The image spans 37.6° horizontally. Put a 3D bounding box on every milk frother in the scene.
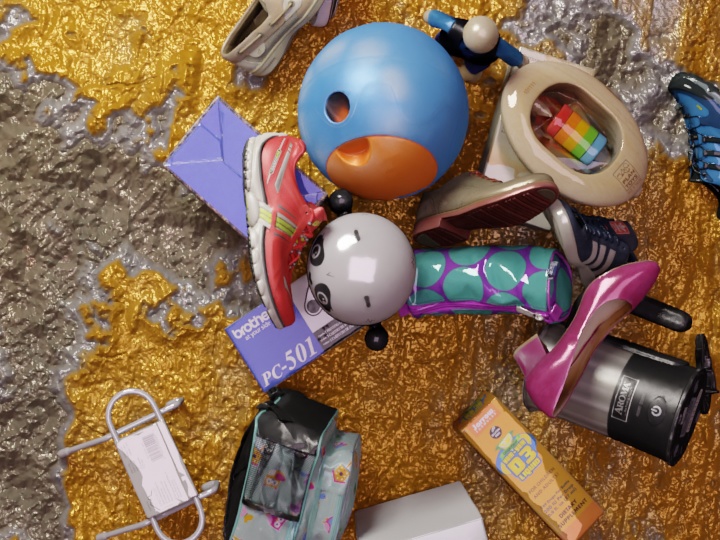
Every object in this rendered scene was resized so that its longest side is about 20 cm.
[{"bbox_3d":[0.326,0.128,1.283,0.186,0.200,0.182,20,78,30],"label":"milk frother"}]

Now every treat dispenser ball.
[{"bbox_3d":[0.026,-0.183,1.222,0.197,0.201,0.204,0,92,-1],"label":"treat dispenser ball"}]

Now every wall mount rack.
[{"bbox_3d":[-0.273,0.248,1.295,0.172,0.075,0.202,-24,92,-4],"label":"wall mount rack"}]

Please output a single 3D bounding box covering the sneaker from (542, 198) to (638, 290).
[{"bbox_3d":[0.277,-0.041,1.244,0.084,0.200,0.076,-29,59,12],"label":"sneaker"}]

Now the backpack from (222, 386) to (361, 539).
[{"bbox_3d":[-0.083,0.263,1.246,0.151,0.176,0.202,23,97,0],"label":"backpack"}]

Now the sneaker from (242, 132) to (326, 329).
[{"bbox_3d":[-0.075,-0.041,1.088,0.083,0.077,0.204,-5,93,-6],"label":"sneaker"}]

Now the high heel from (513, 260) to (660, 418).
[{"bbox_3d":[0.263,0.075,1.172,0.199,0.096,0.067,-35,135,9],"label":"high heel"}]

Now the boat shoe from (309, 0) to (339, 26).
[{"bbox_3d":[-0.016,-0.393,1.281,0.067,0.074,0.203,8,98,-21],"label":"boat shoe"}]

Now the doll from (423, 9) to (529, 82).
[{"bbox_3d":[0.131,-0.260,1.223,0.135,0.200,0.049,25,91,-2],"label":"doll"}]

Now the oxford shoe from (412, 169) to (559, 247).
[{"bbox_3d":[0.138,-0.087,1.213,0.198,0.070,0.076,-15,62,39],"label":"oxford shoe"}]

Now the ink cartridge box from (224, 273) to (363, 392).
[{"bbox_3d":[-0.060,0.055,1.305,0.199,0.044,0.095,-34,91,0],"label":"ink cartridge box"}]

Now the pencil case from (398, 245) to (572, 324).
[{"bbox_3d":[0.147,0.017,1.255,0.197,0.086,0.093,0,51,26],"label":"pencil case"}]

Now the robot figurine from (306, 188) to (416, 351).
[{"bbox_3d":[-0.002,-0.001,1.184,0.149,0.200,0.126,36,89,-1],"label":"robot figurine"}]

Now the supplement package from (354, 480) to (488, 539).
[{"bbox_3d":[0.089,0.382,1.245,0.145,0.191,0.203,-16,93,-2],"label":"supplement package"}]

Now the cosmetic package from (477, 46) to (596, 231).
[{"bbox_3d":[0.207,-0.158,1.292,0.104,0.071,0.203,15,91,-1],"label":"cosmetic package"}]

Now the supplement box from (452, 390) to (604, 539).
[{"bbox_3d":[0.206,0.243,1.307,0.067,0.069,0.200,-44,90,-2],"label":"supplement box"}]

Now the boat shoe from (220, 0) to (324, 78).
[{"bbox_3d":[-0.095,-0.320,1.245,0.064,0.073,0.201,17,124,-37],"label":"boat shoe"}]

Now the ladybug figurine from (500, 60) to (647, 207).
[{"bbox_3d":[0.242,-0.151,1.217,0.200,0.072,0.136,44,80,-1],"label":"ladybug figurine"}]

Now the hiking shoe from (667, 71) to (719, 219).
[{"bbox_3d":[0.432,-0.149,1.297,0.086,0.074,0.201,-37,92,-1],"label":"hiking shoe"}]

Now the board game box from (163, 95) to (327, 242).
[{"bbox_3d":[-0.125,-0.101,1.220,0.159,0.200,0.097,41,91,-2],"label":"board game box"}]
